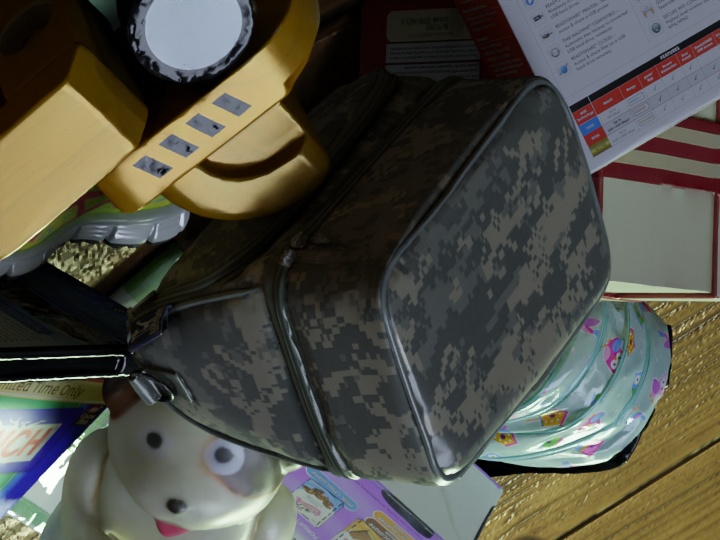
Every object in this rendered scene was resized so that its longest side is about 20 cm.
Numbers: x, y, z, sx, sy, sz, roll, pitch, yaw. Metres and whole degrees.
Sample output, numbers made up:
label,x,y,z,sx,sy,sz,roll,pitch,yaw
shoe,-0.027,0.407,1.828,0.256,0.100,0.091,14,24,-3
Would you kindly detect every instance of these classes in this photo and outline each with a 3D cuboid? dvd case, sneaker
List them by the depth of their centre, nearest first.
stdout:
label,x,y,z,sx,sy,sz,roll,pitch,yaw
dvd case,-0.194,0.018,1.293,0.200,0.143,0.018,1,113,-55
sneaker,-0.152,-0.058,1.330,0.200,0.078,0.090,-16,140,-51

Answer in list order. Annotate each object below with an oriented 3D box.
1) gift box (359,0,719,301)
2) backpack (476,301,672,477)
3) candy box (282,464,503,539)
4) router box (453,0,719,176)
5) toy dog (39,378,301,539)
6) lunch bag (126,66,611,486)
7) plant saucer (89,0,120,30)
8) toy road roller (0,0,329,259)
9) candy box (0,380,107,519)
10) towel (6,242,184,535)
label,x,y,z,sx,sy,sz,roll,pitch,yaw
gift box,0.120,-0.079,1.486,0.187,0.184,0.201,8,88,-55
backpack,0.087,0.053,1.645,0.127,0.200,0.167,27,75,-50
candy box,-0.041,0.143,1.647,0.200,0.168,0.072,-41,-170,43
router box,0.142,-0.169,1.354,0.200,0.180,0.049,-29,-171,-20
toy dog,-0.081,0.103,1.441,0.194,0.139,0.200,-59,176,-17
lunch bag,0.000,0.000,1.287,0.200,0.167,0.140,-52,131,-38
plant saucer,-0.099,-0.139,1.315,0.200,0.019,0.070,-19,150,-34
toy road roller,-0.105,-0.071,1.209,0.200,0.123,0.146,-37,124,7
candy box,-0.250,0.099,1.448,0.200,0.077,0.169,-47,156,15
towel,-0.153,0.075,1.599,0.200,0.031,0.149,-41,157,5
